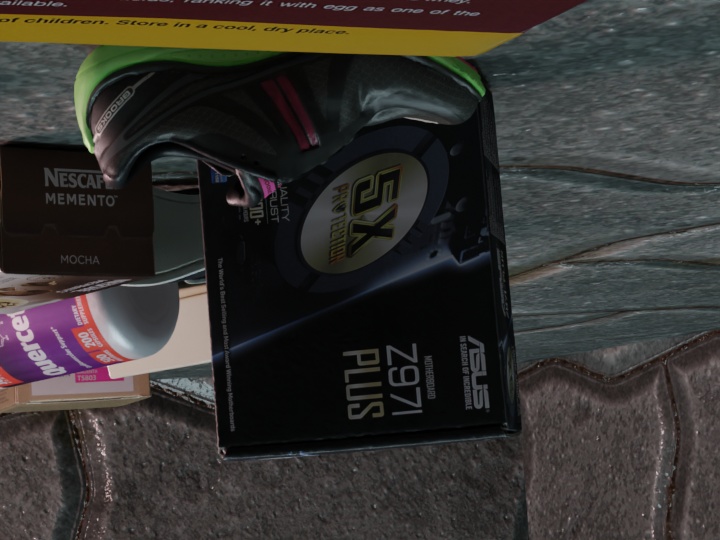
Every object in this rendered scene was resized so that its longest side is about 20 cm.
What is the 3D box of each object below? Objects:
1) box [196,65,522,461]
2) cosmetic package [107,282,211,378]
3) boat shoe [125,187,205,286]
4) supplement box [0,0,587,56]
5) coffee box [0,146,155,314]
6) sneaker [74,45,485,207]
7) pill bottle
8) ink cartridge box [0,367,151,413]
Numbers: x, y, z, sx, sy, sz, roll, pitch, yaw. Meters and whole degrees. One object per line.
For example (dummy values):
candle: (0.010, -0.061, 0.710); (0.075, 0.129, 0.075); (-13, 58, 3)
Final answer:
box: (0.000, 0.000, 1.041); (0.162, 0.203, 0.086); (-5, 174, 10)
cosmetic package: (-0.128, 0.036, 1.669); (0.198, 0.074, 0.104); (-12, -170, 17)
boat shoe: (-0.118, -0.024, 1.313); (0.197, 0.077, 0.060); (-4, 168, 1)
supplement box: (-0.022, -0.123, 0.277); (0.195, 0.135, 0.200); (-1, 173, -25)
coffee box: (-0.233, -0.022, 1.218); (0.112, 0.081, 0.199); (2, 171, -39)
sneaker: (-0.038, -0.073, 0.902); (0.197, 0.085, 0.077); (-4, 174, 0)
pill bottle: (-0.247, 0.028, 1.439); (0.198, 0.114, 0.112); (-13, 170, 25)
ink cartridge box: (-0.415, 0.157, 2.651); (0.198, 0.076, 0.164); (-1, 171, -24)
